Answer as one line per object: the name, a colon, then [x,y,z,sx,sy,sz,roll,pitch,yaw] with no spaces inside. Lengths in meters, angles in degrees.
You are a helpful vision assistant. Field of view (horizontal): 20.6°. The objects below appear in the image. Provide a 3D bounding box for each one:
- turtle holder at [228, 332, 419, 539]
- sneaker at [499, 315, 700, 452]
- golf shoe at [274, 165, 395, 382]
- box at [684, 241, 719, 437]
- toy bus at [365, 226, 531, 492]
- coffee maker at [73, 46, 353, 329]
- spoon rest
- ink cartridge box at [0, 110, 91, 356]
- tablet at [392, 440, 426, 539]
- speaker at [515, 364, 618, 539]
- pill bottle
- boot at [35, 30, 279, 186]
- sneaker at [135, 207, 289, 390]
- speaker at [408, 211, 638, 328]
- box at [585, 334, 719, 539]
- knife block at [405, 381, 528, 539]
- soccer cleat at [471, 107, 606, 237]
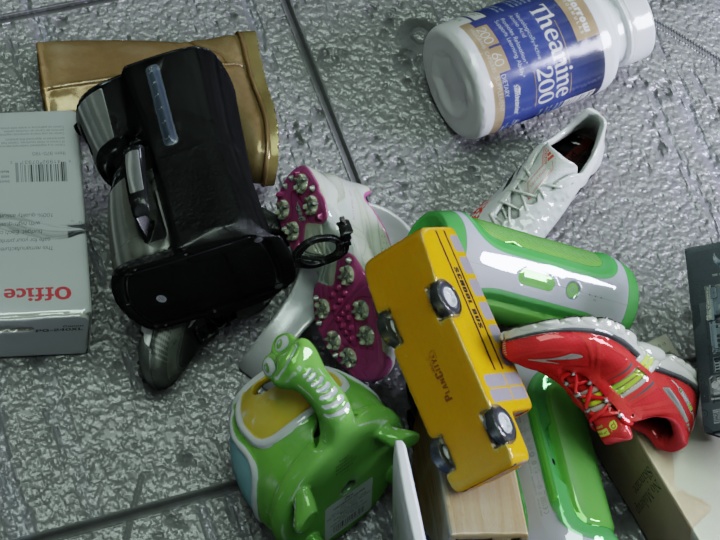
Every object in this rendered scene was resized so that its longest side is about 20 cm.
turtle holder: [-0.047,0.138,1.571,0.141,0.185,0.132,-48,62,2]
sneaker: [0.194,0.093,1.558,0.200,0.077,0.085,21,65,-30]
golf shoe: [0.000,0.000,1.657,0.091,0.075,0.200,2,60,-42]
box: [0.365,0.042,1.572,0.200,0.051,0.158,-12,73,28]
toy bus: [0.073,0.068,1.544,0.078,0.065,0.200,-2,65,-57]
coffee maker: [-0.127,-0.072,1.635,0.192,0.135,0.200,-4,57,-18]
spoon rest: [-0.026,0.016,1.708,0.099,0.061,0.200,35,63,10]
ink cartridge box: [-0.306,-0.029,1.671,0.145,0.083,0.200,-2,63,-11]
tablet: [0.040,0.225,1.525,0.014,0.200,0.130,-10,63,-4]
speaker: [0.157,0.167,1.642,0.088,0.088,0.200,-6,63,-12]
pill bottle: [0.168,-0.204,1.829,0.200,0.111,0.111,-22,67,-19]
boot: [-0.181,-0.139,1.768,0.200,0.066,0.175,-6,53,-12]
sneaker: [-0.119,0.019,1.675,0.090,0.067,0.200,11,56,23]
speaker: [0.137,0.009,1.681,0.200,0.088,0.089,15,57,-29]
box: [0.265,0.166,1.656,0.078,0.095,0.200,-22,66,-18]
knife block: [0.082,0.128,1.604,0.064,0.200,0.176,-1,92,-9]
soccer cleat: [0.156,-0.068,1.769,0.069,0.085,0.200,38,62,11]
